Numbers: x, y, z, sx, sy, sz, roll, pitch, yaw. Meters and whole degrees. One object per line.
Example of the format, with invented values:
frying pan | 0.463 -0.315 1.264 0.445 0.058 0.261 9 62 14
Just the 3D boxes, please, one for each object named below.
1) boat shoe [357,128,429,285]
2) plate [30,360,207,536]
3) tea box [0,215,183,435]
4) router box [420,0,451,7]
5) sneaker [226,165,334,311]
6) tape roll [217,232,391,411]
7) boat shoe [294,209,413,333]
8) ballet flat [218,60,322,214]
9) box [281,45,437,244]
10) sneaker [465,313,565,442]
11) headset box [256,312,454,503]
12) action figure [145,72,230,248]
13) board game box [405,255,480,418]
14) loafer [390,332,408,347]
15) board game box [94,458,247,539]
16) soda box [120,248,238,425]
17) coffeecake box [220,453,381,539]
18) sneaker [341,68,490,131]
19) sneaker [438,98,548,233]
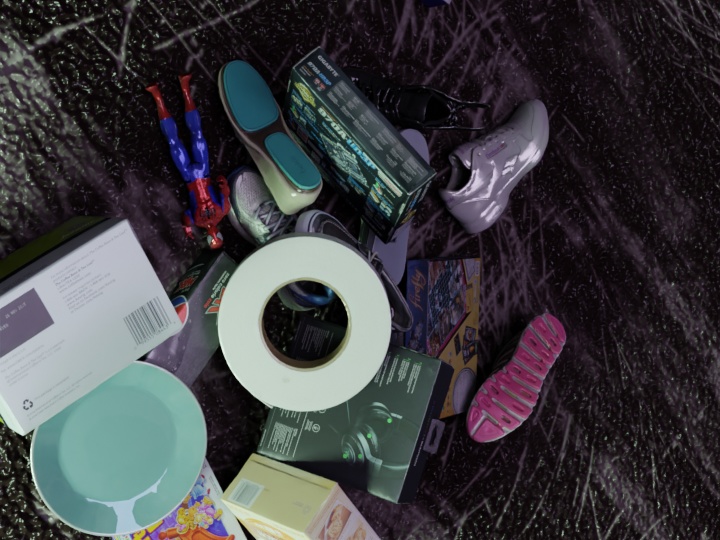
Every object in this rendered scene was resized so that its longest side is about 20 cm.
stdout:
boat shoe | 0.033 -0.078 1.624 0.073 0.068 0.203 3 99 -30
plate | -0.267 0.195 1.440 0.197 0.026 0.204 -5 103 -23
tea box | -0.324 0.048 1.358 0.199 0.196 0.135 -34 109 -22
router box | 0.061 -0.458 1.617 0.198 0.049 0.182 27 81 -29
sneaker | -0.087 -0.040 1.549 0.077 0.085 0.201 -41 112 -20
tape roll | -0.063 0.059 1.477 0.199 0.037 0.207 0 101 -1
boat shoe | 0.000 0.000 1.534 0.200 0.070 0.073 49 53 -35
ballet flat | -0.114 -0.152 1.523 0.069 0.070 0.202 -21 70 -26
box | -0.009 -0.140 1.501 0.046 0.159 0.200 -40 81 -20
sneaker | 0.200 0.150 1.725 0.073 0.088 0.201 35 68 1
headset box | 0.002 0.167 1.549 0.093 0.197 0.177 35 72 -73
action figure | -0.189 -0.116 1.478 0.064 0.099 0.203 -17 106 -6
board game box | 0.105 0.085 1.668 0.135 0.034 0.204 -3 96 -56
loafer | 0.031 0.143 1.643 0.071 0.072 0.204 12 89 -34
board game box | -0.218 0.303 1.528 0.134 0.045 0.202 -32 109 -23
soda box | -0.205 0.074 1.505 0.071 0.063 0.201 41 74 -26
coffeecake box | -0.050 0.320 1.537 0.073 0.152 0.201 -52 128 -25
sneaker | 0.052 -0.208 1.603 0.197 0.104 0.061 12 89 -30
sneaker | 0.176 -0.150 1.694 0.099 0.075 0.201 40 75 -27
